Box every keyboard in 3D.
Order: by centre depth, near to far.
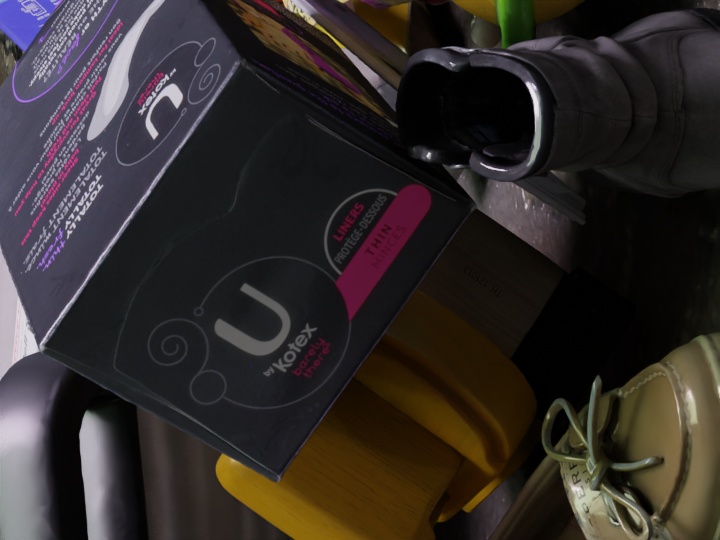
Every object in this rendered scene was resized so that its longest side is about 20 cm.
[{"bbox_3d":[0.018,-0.073,1.019,0.011,0.056,0.200,-59,40,11],"label":"keyboard"}]

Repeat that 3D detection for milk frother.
[{"bbox_3d":[-0.051,0.106,1.141,0.180,0.199,0.190,27,-123,-79],"label":"milk frother"}]

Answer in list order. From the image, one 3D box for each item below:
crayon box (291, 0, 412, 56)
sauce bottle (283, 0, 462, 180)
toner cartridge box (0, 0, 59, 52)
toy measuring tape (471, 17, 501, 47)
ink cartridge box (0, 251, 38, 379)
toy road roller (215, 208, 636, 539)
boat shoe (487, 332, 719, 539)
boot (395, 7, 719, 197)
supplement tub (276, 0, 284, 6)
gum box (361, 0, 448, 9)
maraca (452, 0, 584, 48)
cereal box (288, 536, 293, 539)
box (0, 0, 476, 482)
[{"bbox_3d":[0.005,-0.197,1.130,0.127,0.051,0.201,17,102,44],"label":"crayon box"},{"bbox_3d":[0.004,-0.108,1.222,0.200,0.066,0.066,-110,25,-51],"label":"sauce bottle"},{"bbox_3d":[-0.100,-0.181,1.314,0.199,0.043,0.095,-18,41,39],"label":"toner cartridge box"},{"bbox_3d":[0.011,-0.165,1.191,0.200,0.073,0.074,-111,26,-49],"label":"toy measuring tape"},{"bbox_3d":[-0.128,0.033,1.426,0.067,0.199,0.118,-121,35,-59],"label":"ink cartridge box"},{"bbox_3d":[0.005,0.055,1.024,0.146,0.123,0.200,-55,0,-24],"label":"toy road roller"},{"bbox_3d":[0.088,0.092,0.948,0.200,0.062,0.074,112,153,-51],"label":"boat shoe"},{"bbox_3d":[0.070,-0.059,0.887,0.200,0.131,0.070,178,91,-73],"label":"boot"},{"bbox_3d":[-0.057,-0.112,1.352,0.107,0.106,0.201,113,151,-52],"label":"supplement tub"},{"bbox_3d":[0.000,-0.212,1.050,0.113,0.066,0.201,24,107,42],"label":"gum box"},{"bbox_3d":[0.059,-0.144,0.975,0.138,0.106,0.201,-79,-10,-46],"label":"maraca"},{"bbox_3d":[-0.015,0.185,1.214,0.200,0.039,0.145,24,110,50],"label":"cereal box"},{"bbox_3d":[-0.058,-0.034,0.942,0.123,0.106,0.200,-54,25,10],"label":"box"}]
